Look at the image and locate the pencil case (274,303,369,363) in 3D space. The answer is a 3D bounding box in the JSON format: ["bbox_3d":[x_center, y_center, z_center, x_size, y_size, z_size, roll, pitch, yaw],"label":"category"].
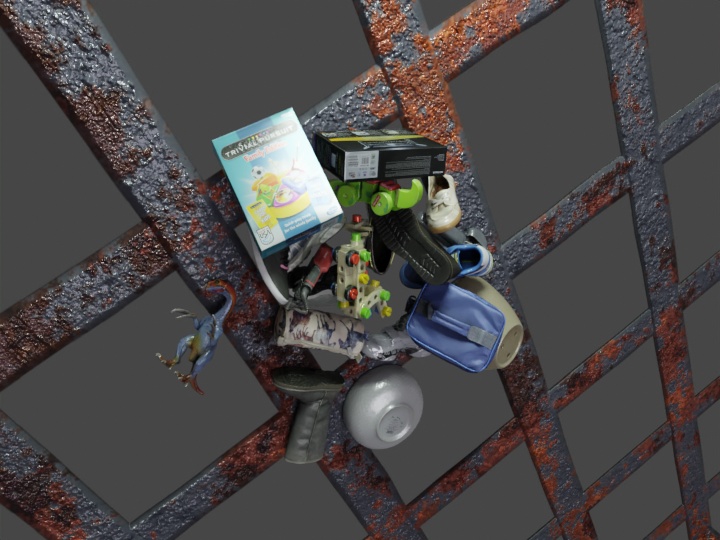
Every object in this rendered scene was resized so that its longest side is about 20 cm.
[{"bbox_3d":[-0.081,0.123,1.183,0.195,0.091,0.079,14,124,-31],"label":"pencil case"}]

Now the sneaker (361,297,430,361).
[{"bbox_3d":[0.085,0.123,1.280,0.195,0.075,0.118,2,110,-33],"label":"sneaker"}]

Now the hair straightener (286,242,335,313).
[{"bbox_3d":[-0.088,0.026,1.048,0.040,0.202,0.077,32,118,-11],"label":"hair straightener"}]

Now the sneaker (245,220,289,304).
[{"bbox_3d":[-0.132,-0.051,1.027,0.096,0.071,0.206,-19,81,6],"label":"sneaker"}]

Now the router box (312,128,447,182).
[{"bbox_3d":[0.031,-0.206,1.052,0.194,0.157,0.054,-7,116,-23],"label":"router box"}]

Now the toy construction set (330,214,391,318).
[{"bbox_3d":[0.000,0.000,1.108,0.129,0.090,0.207,-15,100,-47],"label":"toy construction set"}]

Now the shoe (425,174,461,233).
[{"bbox_3d":[0.149,-0.135,1.134,0.068,0.202,0.054,-24,117,19],"label":"shoe"}]

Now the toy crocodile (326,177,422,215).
[{"bbox_3d":[0.018,-0.142,1.058,0.067,0.196,0.064,-22,122,-51],"label":"toy crocodile"}]

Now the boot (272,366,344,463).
[{"bbox_3d":[-0.129,0.309,1.264,0.177,0.073,0.204,12,113,-28],"label":"boot"}]

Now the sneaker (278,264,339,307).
[{"bbox_3d":[-0.075,0.035,1.168,0.196,0.076,0.079,4,150,-38],"label":"sneaker"}]

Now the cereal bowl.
[{"bbox_3d":[0.062,0.321,1.350,0.194,0.083,0.206,-11,117,-23],"label":"cereal bowl"}]

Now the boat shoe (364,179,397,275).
[{"bbox_3d":[0.046,-0.094,1.167,0.070,0.061,0.207,-4,114,-25],"label":"boat shoe"}]

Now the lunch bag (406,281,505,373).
[{"bbox_3d":[0.179,0.103,1.167,0.139,0.196,0.132,-63,169,-7],"label":"lunch bag"}]

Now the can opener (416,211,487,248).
[{"bbox_3d":[0.199,-0.081,1.269,0.198,0.053,0.069,34,63,-34],"label":"can opener"}]

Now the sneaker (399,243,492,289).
[{"bbox_3d":[0.171,-0.014,1.220,0.194,0.082,0.076,-14,80,11],"label":"sneaker"}]

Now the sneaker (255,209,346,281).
[{"bbox_3d":[-0.123,-0.064,1.100,0.199,0.077,0.087,-42,106,-7],"label":"sneaker"}]

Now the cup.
[{"bbox_3d":[0.268,0.132,1.300,0.197,0.141,0.206,-26,128,-37],"label":"cup"}]

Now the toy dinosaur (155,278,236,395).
[{"bbox_3d":[-0.289,0.111,1.104,0.182,0.104,0.201,-48,163,-15],"label":"toy dinosaur"}]

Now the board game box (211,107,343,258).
[{"bbox_3d":[-0.137,-0.146,0.987,0.148,0.047,0.204,-25,81,-14],"label":"board game box"}]

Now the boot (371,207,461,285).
[{"bbox_3d":[0.107,-0.055,1.131,0.077,0.202,0.138,-39,167,18],"label":"boot"}]
